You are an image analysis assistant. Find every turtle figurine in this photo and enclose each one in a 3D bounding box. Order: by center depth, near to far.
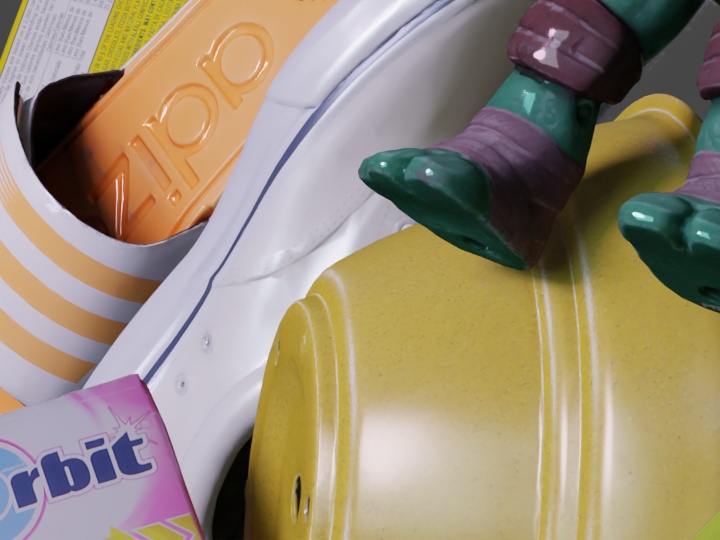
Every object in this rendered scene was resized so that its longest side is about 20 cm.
[{"bbox_3d":[0.081,-0.093,0.611,0.149,0.100,0.201,3,68,56],"label":"turtle figurine"}]

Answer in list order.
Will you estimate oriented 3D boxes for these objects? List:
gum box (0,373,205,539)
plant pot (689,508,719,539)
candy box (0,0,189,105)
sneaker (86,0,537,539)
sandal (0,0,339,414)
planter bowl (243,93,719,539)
[{"bbox_3d":[-0.060,0.131,0.725,0.066,0.200,0.114,-17,58,-11],"label":"gum box"},{"bbox_3d":[0.188,0.088,0.544,0.200,0.199,0.182,35,91,40],"label":"plant pot"},{"bbox_3d":[-0.062,-0.065,0.887,0.102,0.026,0.201,19,87,40],"label":"candy box"},{"bbox_3d":[0.000,0.000,0.790,0.071,0.073,0.200,45,113,29],"label":"sneaker"},{"bbox_3d":[-0.071,-0.032,0.831,0.207,0.059,0.079,-50,56,12],"label":"sandal"},{"bbox_3d":[0.020,0.055,0.677,0.200,0.083,0.202,-173,90,-79],"label":"planter bowl"}]
